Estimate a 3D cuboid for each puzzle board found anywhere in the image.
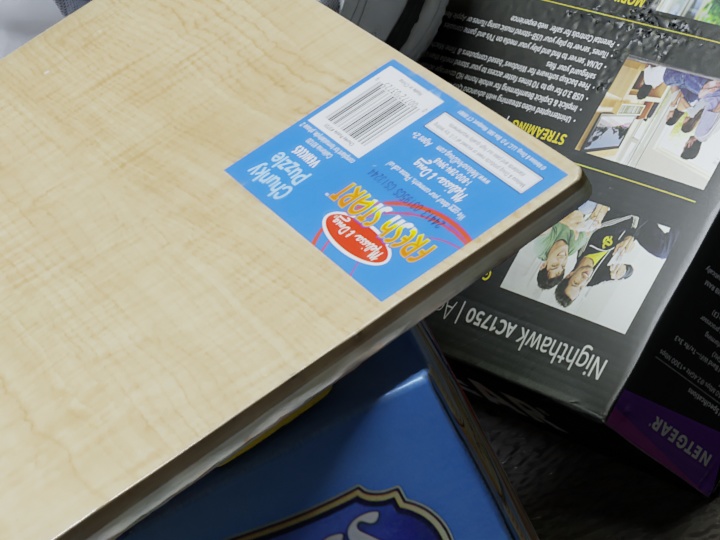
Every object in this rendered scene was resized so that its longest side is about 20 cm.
[{"bbox_3d":[-0.055,-0.005,0.636,0.150,0.017,0.200,-34,31,-11],"label":"puzzle board"}]

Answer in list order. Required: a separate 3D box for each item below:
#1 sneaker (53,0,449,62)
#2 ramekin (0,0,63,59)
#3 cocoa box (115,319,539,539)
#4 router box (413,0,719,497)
[{"bbox_3d":[-0.062,-0.036,0.793,0.200,0.075,0.115,-49,-17,5],"label":"sneaker"},{"bbox_3d":[-0.143,-0.081,1.003,0.200,0.098,0.201,14,16,-4],"label":"ramekin"},{"bbox_3d":[-0.029,0.070,0.673,0.133,0.132,0.200,-27,20,1],"label":"cocoa box"},{"bbox_3d":[0.053,-0.038,0.818,0.200,0.051,0.150,22,79,52],"label":"router box"}]
